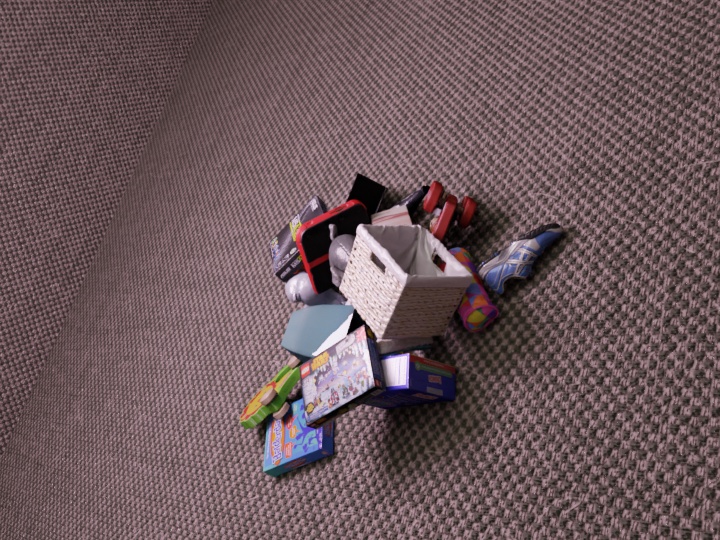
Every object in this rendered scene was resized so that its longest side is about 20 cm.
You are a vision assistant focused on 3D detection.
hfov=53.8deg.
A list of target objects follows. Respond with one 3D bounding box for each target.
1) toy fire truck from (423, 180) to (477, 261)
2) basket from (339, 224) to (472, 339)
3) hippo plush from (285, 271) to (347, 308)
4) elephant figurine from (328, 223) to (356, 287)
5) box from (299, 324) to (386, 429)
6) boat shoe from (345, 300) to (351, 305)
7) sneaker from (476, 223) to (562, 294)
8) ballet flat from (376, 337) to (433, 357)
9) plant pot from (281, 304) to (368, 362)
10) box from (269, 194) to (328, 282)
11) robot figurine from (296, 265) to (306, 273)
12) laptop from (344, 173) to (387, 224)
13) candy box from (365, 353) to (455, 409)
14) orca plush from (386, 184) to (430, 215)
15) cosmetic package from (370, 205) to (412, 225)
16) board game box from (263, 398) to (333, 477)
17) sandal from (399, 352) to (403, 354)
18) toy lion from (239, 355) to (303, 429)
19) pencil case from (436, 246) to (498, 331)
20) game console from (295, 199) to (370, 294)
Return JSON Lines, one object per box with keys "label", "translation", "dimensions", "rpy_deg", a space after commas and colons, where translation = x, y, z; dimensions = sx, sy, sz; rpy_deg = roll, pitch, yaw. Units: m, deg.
{"label": "toy fire truck", "translation": [0.187, -0.107, 1.657], "dimensions": [0.200, 0.110, 0.171], "rpy_deg": [-64, -2, -79]}
{"label": "basket", "translation": [0.092, 0.022, 1.488], "dimensions": [0.199, 0.196, 0.164], "rpy_deg": [48, 127, 40]}
{"label": "hippo plush", "translation": [-0.122, 0.088, 1.821], "dimensions": [0.198, 0.160, 0.162], "rpy_deg": [14, 72, 51]}
{"label": "elephant figurine", "translation": [0.000, 0.000, 1.653], "dimensions": [0.200, 0.151, 0.145], "rpy_deg": [-124, 47, -66]}
{"label": "box", "translation": [-0.041, 0.220, 1.456], "dimensions": [0.198, 0.039, 0.140], "rpy_deg": [-35, 49, 29]}
{"label": "boat shoe", "translation": [0.038, 0.074, 1.739], "dimensions": [0.199, 0.071, 0.070], "rpy_deg": [-39, 39, 7]}
{"label": "sneaker", "translation": [0.343, -0.028, 1.496], "dimensions": [0.198, 0.076, 0.078], "rpy_deg": [-35, 79, 10]}
{"label": "ballet flat", "translation": [0.080, 0.150, 1.530], "dimensions": [0.071, 0.197, 0.074], "rpy_deg": [2, 94, 41]}
{"label": "plant pot", "translation": [-0.081, 0.168, 1.696], "dimensions": [0.196, 0.141, 0.144], "rpy_deg": [5, 64, 32]}
{"label": "box", "translation": [-0.157, -0.087, 1.875], "dimensions": [0.193, 0.047, 0.201], "rpy_deg": [-45, 26, 12]}
{"label": "robot figurine", "translation": [-0.151, -0.034, 1.983], "dimensions": [0.142, 0.117, 0.203], "rpy_deg": [25, 81, 29]}
{"label": "laptop", "translation": [-0.018, -0.152, 1.855], "dimensions": [0.191, 0.114, 0.200], "rpy_deg": [-67, 19, 5]}
{"label": "candy box", "translation": [0.075, 0.235, 1.488], "dimensions": [0.197, 0.167, 0.079], "rpy_deg": [-14, 65, 39]}
{"label": "orca plush", "translation": [0.118, -0.142, 1.839], "dimensions": [0.198, 0.072, 0.105], "rpy_deg": [-33, -3, 20]}
{"label": "cosmetic package", "translation": [0.091, -0.060, 1.718], "dimensions": [0.101, 0.089, 0.202], "rpy_deg": [-16, 36, 2]}
{"label": "board game box", "translation": [-0.149, 0.394, 1.714], "dimensions": [0.198, 0.045, 0.155], "rpy_deg": [-30, 43, 31]}
{"label": "sandal", "translation": [0.069, 0.137, 1.642], "dimensions": [0.078, 0.087, 0.204], "rpy_deg": [-17, 49, 40]}
{"label": "toy lion", "translation": [-0.224, 0.315, 1.811], "dimensions": [0.191, 0.069, 0.201], "rpy_deg": [-29, 19, 52]}
{"label": "pencil case", "translation": [0.232, 0.037, 1.542], "dimensions": [0.088, 0.088, 0.203], "rpy_deg": [-37, 40, 20]}
{"label": "game console", "translation": [-0.054, -0.061, 1.749], "dimensions": [0.197, 0.180, 0.031], "rpy_deg": [-27, 28, -18]}
